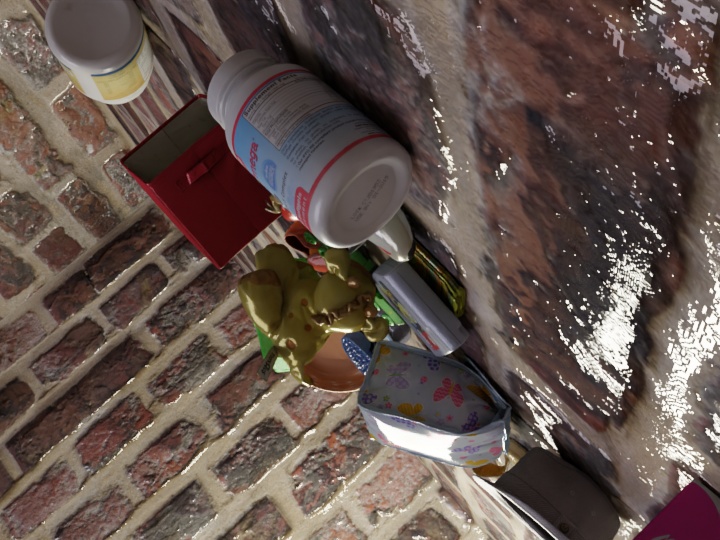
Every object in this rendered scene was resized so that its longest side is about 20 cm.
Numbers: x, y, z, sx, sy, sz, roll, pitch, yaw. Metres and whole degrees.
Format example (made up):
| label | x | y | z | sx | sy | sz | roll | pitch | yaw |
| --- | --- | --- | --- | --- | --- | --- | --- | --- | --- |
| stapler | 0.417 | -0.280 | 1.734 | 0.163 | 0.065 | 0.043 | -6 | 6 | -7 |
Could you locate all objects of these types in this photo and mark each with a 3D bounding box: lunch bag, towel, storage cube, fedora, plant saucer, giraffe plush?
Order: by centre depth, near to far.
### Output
| label | x | y | z | sx | sy | sz | roll | pitch | yaw |
| --- | --- | --- | --- | --- | --- | --- | --- | --- | --- |
| towel | 0.045 | -0.027 | 0.996 | 0.200 | 0.018 | 0.086 | 46 | 169 | 19 |
| fedora | 0.246 | 0.290 | 1.101 | 0.200 | 0.090 | 0.177 | 40 | 170 | 16 |
| giraffe plush | -0.049 | 0.040 | 1.140 | 0.173 | 0.162 | 0.201 | 42 | -146 | -33 |
| lunch bag | 0.111 | 0.189 | 1.212 | 0.199 | 0.128 | 0.170 | 16 | 157 | 17 |
| storage cube | -0.233 | -0.142 | 1.360 | 0.180 | 0.171 | 0.200 | 53 | 169 | -31 |
| plant saucer | -0.045 | 0.141 | 1.638 | 0.200 | 0.200 | 0.038 | 54 | -157 | -26 |

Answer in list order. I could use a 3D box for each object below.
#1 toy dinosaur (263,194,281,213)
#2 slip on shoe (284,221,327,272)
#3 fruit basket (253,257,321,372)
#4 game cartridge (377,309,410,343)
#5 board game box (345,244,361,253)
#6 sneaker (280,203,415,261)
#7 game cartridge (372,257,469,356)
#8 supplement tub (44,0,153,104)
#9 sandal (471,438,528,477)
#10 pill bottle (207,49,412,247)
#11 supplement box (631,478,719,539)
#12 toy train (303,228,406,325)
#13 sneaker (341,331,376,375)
| label | x | y | z | sx | sy | sz | roll | pitch | yaw |
| --- | --- | --- | --- | --- | --- | --- | --- | --- | --- |
| toy dinosaur | -0.108 | -0.110 | 1.250 | 0.200 | 0.058 | 0.101 | 49 | 169 | 4 |
| slip on shoe | -0.046 | -0.019 | 1.319 | 0.200 | 0.061 | 0.074 | 40 | 165 | 40 |
| fruit basket | -0.109 | 0.085 | 1.751 | 0.216 | 0.215 | 0.156 | 45 | 172 | 25 |
| game cartridge | 0.026 | 0.072 | 1.429 | 0.133 | 0.040 | 0.200 | 44 | 170 | 9 |
| board game box | -0.067 | -0.109 | 1.101 | 0.200 | 0.035 | 0.126 | 49 | 177 | 3 |
| sneaker | -0.030 | -0.066 | 0.928 | 0.200 | 0.093 | 0.070 | 47 | 162 | 20 |
| game cartridge | 0.069 | 0.044 | 1.066 | 0.133 | 0.041 | 0.200 | 52 | 176 | 6 |
| supplement tub | -0.407 | -0.354 | 1.395 | 0.145 | 0.145 | 0.200 | 49 | 170 | 1 |
| sandal | 0.203 | 0.291 | 1.367 | 0.078 | 0.070 | 0.212 | 51 | 171 | -12 |
| pill bottle | -0.054 | -0.119 | 0.803 | 0.200 | 0.109 | 0.109 | 44 | 169 | 32 |
| supplement box | 0.304 | 0.285 | 0.777 | 0.103 | 0.101 | 0.200 | 43 | 168 | 37 |
| toy train | 0.000 | 0.000 | 1.206 | 0.200 | 0.042 | 0.056 | 47 | 157 | -11 |
| sneaker | 0.059 | 0.148 | 1.368 | 0.200 | 0.078 | 0.070 | 44 | 154 | -13 |
